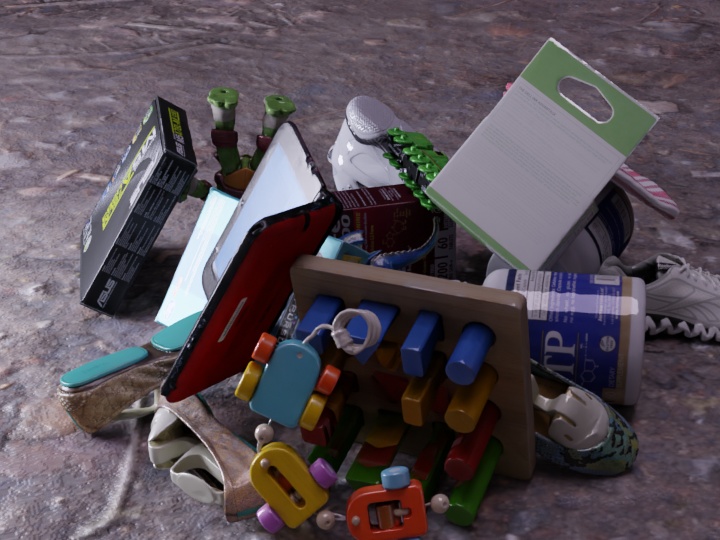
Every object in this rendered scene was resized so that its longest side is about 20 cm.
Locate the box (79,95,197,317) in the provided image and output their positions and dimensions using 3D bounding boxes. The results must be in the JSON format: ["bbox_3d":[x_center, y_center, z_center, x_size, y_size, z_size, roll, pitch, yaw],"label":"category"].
[{"bbox_3d":[-0.252,-0.076,1.436,0.047,0.201,0.193,26,17,-20],"label":"box"}]

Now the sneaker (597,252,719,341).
[{"bbox_3d":[0.336,0.025,1.324,0.198,0.082,0.075,0,24,-1],"label":"sneaker"}]

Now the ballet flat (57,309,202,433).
[{"bbox_3d":[-0.188,0.094,1.212,0.199,0.066,0.070,-23,24,-23],"label":"ballet flat"}]

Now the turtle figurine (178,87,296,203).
[{"bbox_3d":[-0.138,-0.096,1.464,0.143,0.195,0.200,23,31,27],"label":"turtle figurine"}]

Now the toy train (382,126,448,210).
[{"bbox_3d":[0.073,-0.113,1.421,0.056,0.042,0.200,4,22,-17],"label":"toy train"}]

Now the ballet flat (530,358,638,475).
[{"bbox_3d":[0.150,0.111,1.094,0.199,0.075,0.074,26,30,5],"label":"ballet flat"}]

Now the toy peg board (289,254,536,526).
[{"bbox_3d":[0.032,0.108,1.051,0.198,0.200,0.098,10,43,21],"label":"toy peg board"}]

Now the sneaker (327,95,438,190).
[{"bbox_3d":[0.041,-0.121,1.652,0.200,0.115,0.075,45,41,10],"label":"sneaker"}]

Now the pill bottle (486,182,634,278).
[{"bbox_3d":[0.216,-0.026,1.390,0.115,0.117,0.200,12,28,25],"label":"pill bottle"}]

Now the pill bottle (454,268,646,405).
[{"bbox_3d":[0.165,0.060,1.210,0.198,0.121,0.120,3,26,11],"label":"pill bottle"}]

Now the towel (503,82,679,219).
[{"bbox_3d":[0.254,-0.135,1.414,0.146,0.030,0.200,25,16,-39],"label":"towel"}]

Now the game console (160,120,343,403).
[{"bbox_3d":[-0.113,-0.011,1.112,0.119,0.201,0.172,41,31,17],"label":"game console"}]

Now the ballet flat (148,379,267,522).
[{"bbox_3d":[-0.141,0.152,1.099,0.067,0.069,0.199,-25,32,-28],"label":"ballet flat"}]

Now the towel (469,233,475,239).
[{"bbox_3d":[0.170,-0.090,1.398,0.147,0.037,0.200,-27,10,8],"label":"towel"}]

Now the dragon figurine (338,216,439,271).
[{"bbox_3d":[0.000,0.000,1.323,0.200,0.100,0.059,-42,35,-2],"label":"dragon figurine"}]

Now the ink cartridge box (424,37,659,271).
[{"bbox_3d":[0.180,-0.108,1.277,0.145,0.200,0.048,40,2,19],"label":"ink cartridge box"}]

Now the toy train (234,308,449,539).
[{"bbox_3d":[-0.018,0.132,1.015,0.149,0.202,0.056,-14,6,2],"label":"toy train"}]

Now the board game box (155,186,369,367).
[{"bbox_3d":[-0.101,0.018,1.278,0.199,0.152,0.047,23,0,40],"label":"board game box"}]

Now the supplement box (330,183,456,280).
[{"bbox_3d":[0.005,-0.032,1.420,0.198,0.110,0.061,-8,26,-12],"label":"supplement box"}]
